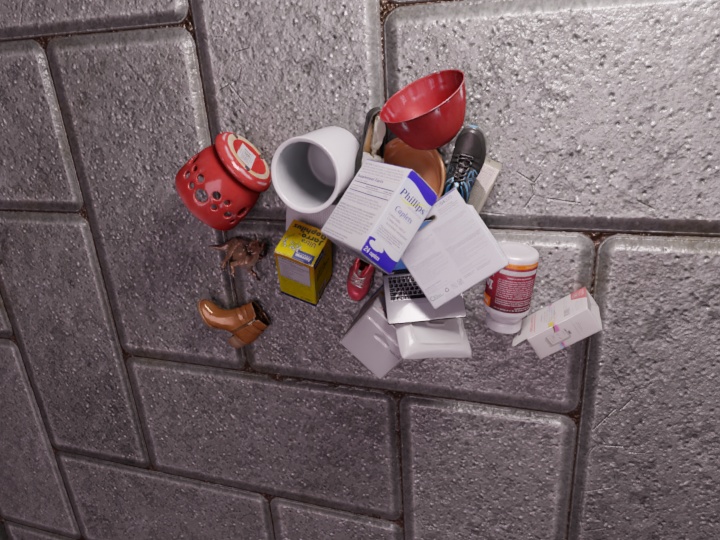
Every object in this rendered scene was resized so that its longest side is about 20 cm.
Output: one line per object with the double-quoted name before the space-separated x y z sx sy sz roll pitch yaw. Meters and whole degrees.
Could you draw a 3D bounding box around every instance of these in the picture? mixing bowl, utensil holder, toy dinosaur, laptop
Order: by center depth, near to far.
"mixing bowl" 0.151 -0.335 1.204 0.198 0.202 0.109 -14 127 24
"laptop" 0.144 0.003 1.273 0.184 0.203 0.116 -5 153 0
"utensil holder" -0.096 -0.246 1.309 0.167 0.200 0.172 7 114 16
"toy dinosaur" -0.329 -0.055 1.547 0.199 0.085 0.137 29 109 24

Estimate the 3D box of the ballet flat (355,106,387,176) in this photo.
"ballet flat" 0.027 -0.281 1.288 0.067 0.068 0.203 4 96 -17

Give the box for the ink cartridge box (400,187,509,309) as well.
"ink cartridge box" 0.189 -0.047 1.210 0.195 0.043 0.201 -33 91 27

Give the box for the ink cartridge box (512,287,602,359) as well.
"ink cartridge box" 0.465 0.134 1.317 0.199 0.117 0.068 -34 99 29

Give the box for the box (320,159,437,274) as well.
"box" 0.038 -0.122 1.199 0.105 0.183 0.201 35 86 -35

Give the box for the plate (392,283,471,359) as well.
"plate" 0.171 0.112 1.332 0.197 0.203 0.032 3 151 -24

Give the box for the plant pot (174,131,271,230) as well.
"plant pot" -0.338 -0.231 1.408 0.182 0.201 0.201 -35 98 22

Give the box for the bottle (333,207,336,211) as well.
"bottle" 0.024 -0.105 1.344 0.198 0.065 0.085 17 97 -30

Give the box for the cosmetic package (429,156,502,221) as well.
"cosmetic package" 0.242 -0.172 1.292 0.104 0.071 0.202 27 118 6

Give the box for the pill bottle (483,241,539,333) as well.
"pill bottle" 0.355 0.043 1.319 0.111 0.113 0.203 10 114 15

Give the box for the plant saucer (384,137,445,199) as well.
"plant saucer" 0.113 -0.214 1.309 0.198 0.037 0.204 2 93 30

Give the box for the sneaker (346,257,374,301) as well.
"sneaker" 0.000 0.000 1.444 0.073 0.087 0.202 24 118 9

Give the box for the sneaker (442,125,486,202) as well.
"sneaker" 0.224 -0.209 1.195 0.072 0.082 0.203 15 116 13

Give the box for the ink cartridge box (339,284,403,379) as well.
"ink cartridge box" 0.069 0.140 1.414 0.146 0.200 0.146 42 119 -1

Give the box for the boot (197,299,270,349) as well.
"boot" -0.375 0.130 1.645 0.154 0.074 0.200 -34 110 29

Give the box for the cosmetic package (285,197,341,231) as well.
"cosmetic package" -0.089 -0.138 1.426 0.197 0.071 0.103 15 116 13

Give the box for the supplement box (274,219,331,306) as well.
"supplement box" -0.143 -0.016 1.429 0.107 0.110 0.201 20 149 10
